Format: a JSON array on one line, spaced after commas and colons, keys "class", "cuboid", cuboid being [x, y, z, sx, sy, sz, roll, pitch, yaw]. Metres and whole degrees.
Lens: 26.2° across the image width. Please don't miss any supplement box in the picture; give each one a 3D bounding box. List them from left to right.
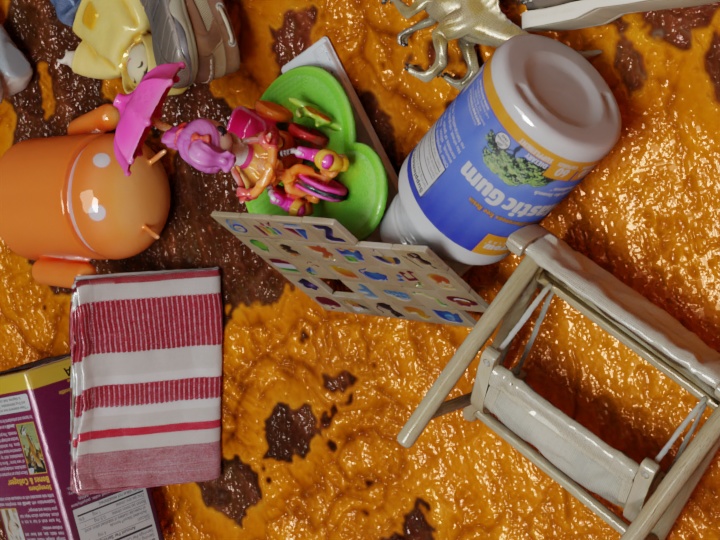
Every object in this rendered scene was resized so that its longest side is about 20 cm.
[{"class": "supplement box", "cuboid": [-0.280, 0.184, 1.471, 0.130, 0.103, 0.202, -11, 94, 48]}]

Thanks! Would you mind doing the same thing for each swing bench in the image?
[{"class": "swing bench", "cuboid": [0.171, 0.098, 1.168, 0.198, 0.129, 0.201, 38, 112, 21]}]

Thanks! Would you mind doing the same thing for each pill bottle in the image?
[{"class": "pill bottle", "cuboid": [0.098, -0.075, 1.177, 0.112, 0.112, 0.200, 52, 134, 13]}]

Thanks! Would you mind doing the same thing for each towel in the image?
[{"class": "towel", "cuboid": [-0.191, 0.101, 1.398, 0.023, 0.143, 0.202, -154, 63, -61]}]

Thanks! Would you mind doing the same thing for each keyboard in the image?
[{"class": "keyboard", "cuboid": [-0.005, -0.096, 1.310, 0.056, 0.011, 0.201, -31, 82, 39]}]

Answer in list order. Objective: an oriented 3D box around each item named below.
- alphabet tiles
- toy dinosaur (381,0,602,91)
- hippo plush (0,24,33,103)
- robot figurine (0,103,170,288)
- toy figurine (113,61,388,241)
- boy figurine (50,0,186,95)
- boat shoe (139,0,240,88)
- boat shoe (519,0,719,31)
[{"class": "alphabet tiles", "cuboid": [0.000, 0.000, 1.233, 0.199, 0.167, 0.008, 5, 65, 40]}, {"class": "toy dinosaur", "cuboid": [0.081, -0.192, 1.205, 0.200, 0.058, 0.102, 41, 117, 19]}, {"class": "hippo plush", "cuboid": [-0.430, -0.207, 1.469, 0.160, 0.159, 0.201, -28, 85, 33]}, {"class": "robot figurine", "cuboid": [-0.256, -0.068, 1.412, 0.198, 0.144, 0.117, 0, 128, 33]}, {"class": "toy figurine", "cuboid": [-0.104, -0.094, 1.227, 0.200, 0.183, 0.151, 39, 113, 44]}, {"class": "boy figurine", "cuboid": [-0.231, -0.222, 1.396, 0.200, 0.064, 0.124, 51, 119, 17]}, {"class": "boat shoe", "cuboid": [-0.151, -0.248, 1.337, 0.076, 0.071, 0.202, 135, 125, -61]}, {"class": "boat shoe", "cuboid": [0.206, -0.216, 1.113, 0.198, 0.072, 0.060, -6, 89, 32]}]
